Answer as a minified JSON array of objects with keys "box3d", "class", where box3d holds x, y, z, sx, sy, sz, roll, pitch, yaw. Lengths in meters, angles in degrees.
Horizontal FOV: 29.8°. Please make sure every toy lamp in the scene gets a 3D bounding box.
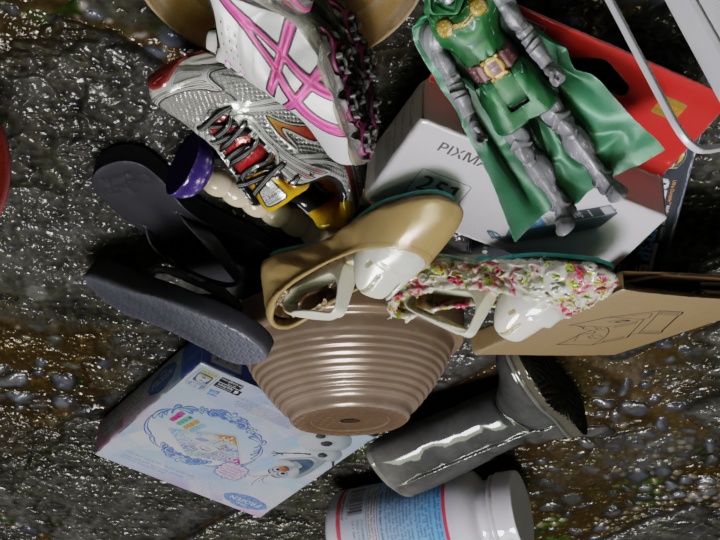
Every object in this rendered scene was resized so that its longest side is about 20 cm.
[{"box3d":[-0.056,-0.038,1.058,0.199,0.059,0.058,26,136,-26],"class":"toy lamp"}]

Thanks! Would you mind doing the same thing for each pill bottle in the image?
[{"box3d":[0.072,0.264,1.384,0.198,0.110,0.109,-14,139,19],"class":"pill bottle"}]

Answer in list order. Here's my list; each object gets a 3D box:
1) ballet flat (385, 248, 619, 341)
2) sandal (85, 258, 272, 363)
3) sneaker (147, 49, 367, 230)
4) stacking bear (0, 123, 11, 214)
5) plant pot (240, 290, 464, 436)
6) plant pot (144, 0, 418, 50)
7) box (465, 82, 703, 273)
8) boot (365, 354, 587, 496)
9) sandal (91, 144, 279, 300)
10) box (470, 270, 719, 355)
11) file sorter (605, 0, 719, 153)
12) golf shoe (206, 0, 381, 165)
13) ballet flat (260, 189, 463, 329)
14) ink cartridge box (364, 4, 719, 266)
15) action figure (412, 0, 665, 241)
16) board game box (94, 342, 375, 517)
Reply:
[{"box3d":[0.098,0.020,0.995,0.198,0.065,0.075,4,165,42],"class":"ballet flat"},{"box3d":[-0.147,0.020,1.084,0.199,0.043,0.076,20,156,37],"class":"sandal"},{"box3d":[-0.064,-0.091,0.944,0.077,0.083,0.199,-19,147,40],"class":"sneaker"},{"box3d":[-0.332,-0.042,1.025,0.120,0.115,0.200,26,148,-9],"class":"stacking bear"},{"box3d":[-0.009,0.082,1.132,0.198,0.094,0.201,-2,159,-1],"class":"plant pot"},{"box3d":[-0.053,-0.212,0.866,0.197,0.028,0.201,1,141,0],"class":"plant pot"},{"box3d":[0.163,-0.057,1.033,0.157,0.046,0.201,1,141,2],"class":"box"},{"box3d":[0.094,0.137,1.257,0.198,0.073,0.182,-16,138,22],"class":"boot"},{"box3d":[-0.139,-0.024,1.088,0.076,0.043,0.200,-28,133,32],"class":"sandal"},{"box3d":[0.207,0.038,1.088,0.162,0.022,0.199,2,164,-30],"class":"box"},{"box3d":[0.256,-0.172,0.778,0.199,0.140,0.124,-34,166,37],"class":"file sorter"},{"box3d":[-0.049,-0.148,0.873,0.091,0.073,0.201,-9,130,23],"class":"golf shoe"},{"box3d":[0.000,0.000,0.980,0.068,0.064,0.199,21,152,-35],"class":"ballet flat"},{"box3d":[0.127,-0.083,0.933,0.198,0.045,0.176,19,139,-17],"class":"ink cartridge box"},{"box3d":[0.096,-0.115,0.859,0.118,0.055,0.200,-34,113,14],"class":"action figure"},{"box3d":[-0.122,0.154,1.308,0.199,0.044,0.199,27,133,-28],"class":"board game box"}]
